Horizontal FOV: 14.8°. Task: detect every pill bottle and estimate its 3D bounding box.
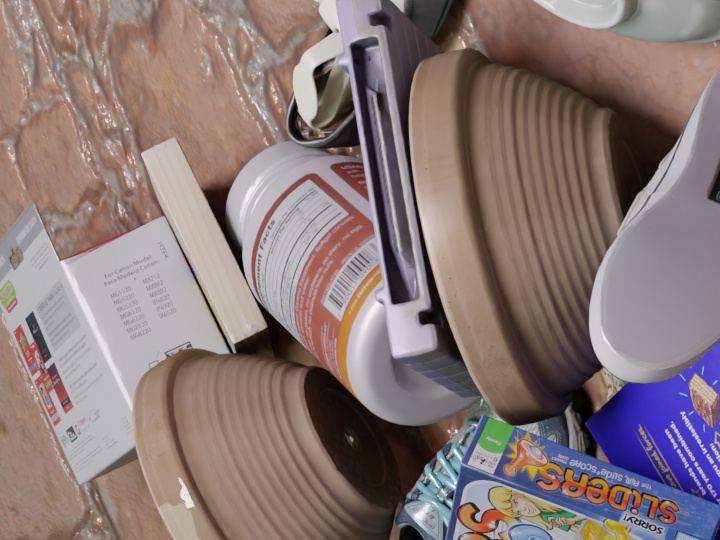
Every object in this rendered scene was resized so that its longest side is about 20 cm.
[{"bbox_3d":[0.000,0.000,1.643,0.200,0.112,0.112,43,140,51],"label":"pill bottle"}]

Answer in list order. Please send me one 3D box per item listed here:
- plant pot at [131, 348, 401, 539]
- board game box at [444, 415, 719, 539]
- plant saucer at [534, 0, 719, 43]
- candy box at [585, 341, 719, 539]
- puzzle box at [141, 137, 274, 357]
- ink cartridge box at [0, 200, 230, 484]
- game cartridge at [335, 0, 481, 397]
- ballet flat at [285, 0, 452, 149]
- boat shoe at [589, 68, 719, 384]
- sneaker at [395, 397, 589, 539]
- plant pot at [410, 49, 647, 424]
[{"bbox_3d":[-0.041,0.122,1.673,0.093,0.201,0.201,-33,78,19],"label":"plant pot"},{"bbox_3d":[0.110,0.167,1.484,0.135,0.035,0.200,20,144,10],"label":"board game box"},{"bbox_3d":[0.106,-0.175,1.391,0.200,0.050,0.200,37,163,13],"label":"plant saucer"},{"bbox_3d":[0.226,0.094,1.428,0.169,0.077,0.200,58,144,12],"label":"candy box"},{"bbox_3d":[-0.095,-0.006,1.775,0.133,0.025,0.200,63,176,6],"label":"puzzle box"},{"bbox_3d":[-0.173,0.038,1.902,0.176,0.084,0.200,64,158,4],"label":"ink cartridge box"},{"bbox_3d":[0.031,-0.038,1.485,0.130,0.038,0.201,42,-143,-70],"label":"game cartridge"},{"bbox_3d":[0.004,-0.137,1.613,0.068,0.068,0.200,51,142,25],"label":"ballet flat"},{"bbox_3d":[0.160,-0.014,1.373,0.071,0.200,0.070,26,145,0],"label":"boat shoe"},{"bbox_3d":[0.071,0.134,1.653,0.078,0.086,0.200,47,141,26],"label":"sneaker"},{"bbox_3d":[0.101,-0.026,1.467,0.092,0.201,0.201,-15,98,17],"label":"plant pot"}]
